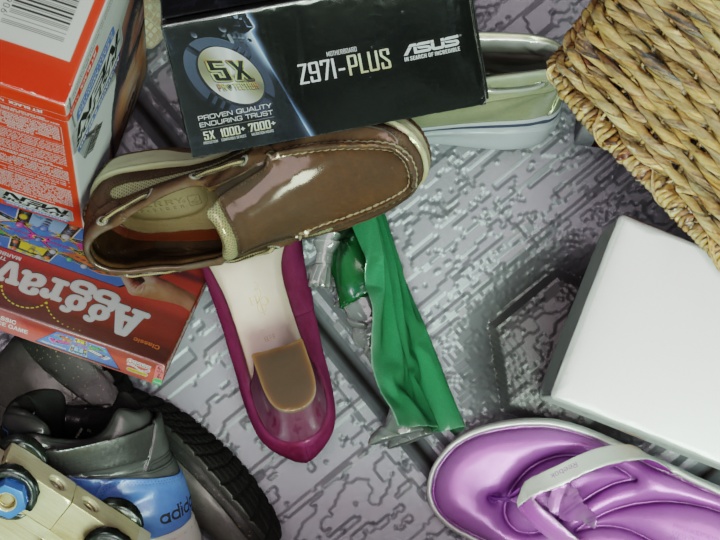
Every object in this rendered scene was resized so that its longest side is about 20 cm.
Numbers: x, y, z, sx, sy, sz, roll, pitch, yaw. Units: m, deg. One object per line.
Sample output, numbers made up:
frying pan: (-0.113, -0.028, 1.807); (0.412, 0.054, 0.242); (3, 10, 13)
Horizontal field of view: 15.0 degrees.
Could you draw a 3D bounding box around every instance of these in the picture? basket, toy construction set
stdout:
basket: (0.226, -0.103, 1.446); (0.200, 0.143, 0.149); (46, 130, 15)
toy construction set: (-0.181, 0.167, 1.437); (0.200, 0.092, 0.131); (29, 112, -27)

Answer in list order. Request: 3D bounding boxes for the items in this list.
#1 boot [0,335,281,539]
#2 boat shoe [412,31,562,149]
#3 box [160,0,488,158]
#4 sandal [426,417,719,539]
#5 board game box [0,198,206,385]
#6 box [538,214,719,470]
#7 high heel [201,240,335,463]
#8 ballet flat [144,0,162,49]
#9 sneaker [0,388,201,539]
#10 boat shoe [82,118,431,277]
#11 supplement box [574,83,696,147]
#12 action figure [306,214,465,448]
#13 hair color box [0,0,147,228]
boot: (-0.152, 0.127, 1.567); (0.200, 0.068, 0.131); (40, 99, 5)
boat shoe: (0.021, -0.108, 1.541); (0.200, 0.062, 0.072); (-3, 46, -18)
box: (-0.026, -0.162, 1.498); (0.163, 0.200, 0.086); (-10, 125, 2)
sandal: (0.139, 0.132, 1.557); (0.202, 0.050, 0.083); (11, 87, 2)
board game box: (-0.191, -0.005, 1.553); (0.200, 0.103, 0.019); (19, 132, 2)
box: (0.211, 0.058, 1.508); (0.200, 0.152, 0.107); (22, 88, 2)
high heel: (-0.060, 0.012, 1.578); (0.067, 0.096, 0.200); (-9, 66, -3)
ballet flat: (-0.157, -0.224, 1.575); (0.067, 0.062, 0.200); (-16, 87, 1)
sneaker: (-0.195, 0.122, 1.502); (0.200, 0.077, 0.111); (-10, 107, 10)
boat shoe: (-0.059, -0.033, 1.485); (0.202, 0.075, 0.075); (-13, 121, 24)
supplement box: (0.225, -0.091, 1.537); (0.200, 0.109, 0.061); (9, 86, 1)
action figure: (0.000, 0.000, 1.551); (0.055, 0.118, 0.200); (-18, 78, 10)
hair color box: (-0.163, -0.110, 1.491); (0.064, 0.200, 0.111); (19, 73, 2)
